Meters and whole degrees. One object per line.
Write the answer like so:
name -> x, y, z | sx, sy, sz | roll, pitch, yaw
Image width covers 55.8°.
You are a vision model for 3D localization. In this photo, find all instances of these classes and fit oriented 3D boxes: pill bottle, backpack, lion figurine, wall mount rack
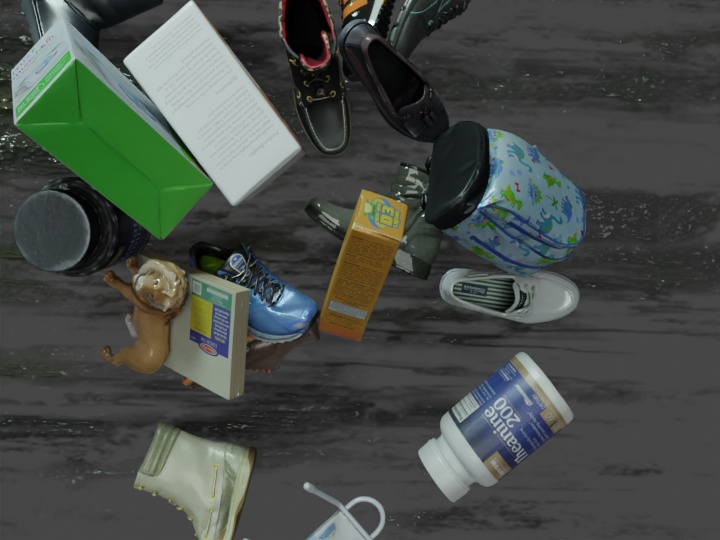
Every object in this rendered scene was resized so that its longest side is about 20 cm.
pill bottle -> -0.328, -0.054, 0.814 | 0.108, 0.200, 0.115 | 0, 98, -1
pill bottle -> 0.177, 0.214, 0.915 | 0.199, 0.111, 0.112 | -40, 97, 3
backpack -> 0.187, -0.080, 0.851 | 0.151, 0.166, 0.200 | -21, 129, 35
lion figurine -> -0.263, 0.064, 0.844 | 0.121, 0.072, 0.204 | 28, 128, 24
wall mount rack -> -0.061, 0.383, 0.946 | 0.199, 0.075, 0.174 | -42, 97, 3

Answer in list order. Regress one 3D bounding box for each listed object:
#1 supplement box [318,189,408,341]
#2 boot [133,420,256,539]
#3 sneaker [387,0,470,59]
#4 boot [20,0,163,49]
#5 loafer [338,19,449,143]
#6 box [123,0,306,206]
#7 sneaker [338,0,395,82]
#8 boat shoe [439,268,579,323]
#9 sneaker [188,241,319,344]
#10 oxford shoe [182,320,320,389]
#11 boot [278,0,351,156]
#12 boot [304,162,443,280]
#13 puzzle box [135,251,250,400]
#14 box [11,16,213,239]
supplement box -> 0.000, 0.000, 0.846 | 0.067, 0.068, 0.202 | 15, 138, -2
boot -> -0.239, 0.321, 0.933 | 0.151, 0.072, 0.205 | 17, 92, -5
sneaker -> 0.099, -0.342, 0.856 | 0.078, 0.075, 0.203 | 28, 96, -8
boot -> -0.319, -0.308, 0.842 | 0.164, 0.076, 0.205 | -19, 92, 4
loafer -> 0.050, -0.220, 0.836 | 0.072, 0.063, 0.199 | -48, 126, 3
box -> -0.166, -0.193, 0.826 | 0.106, 0.152, 0.202 | -37, 98, 2
sneaker -> -0.005, -0.347, 0.862 | 0.088, 0.070, 0.206 | 17, 97, 12
boat shoe -> 0.205, 0.038, 0.914 | 0.194, 0.067, 0.076 | 1, 98, -2
sneaker -> -0.141, 0.022, 0.852 | 0.196, 0.090, 0.079 | 22, 55, 17
oxford shoe -> -0.145, 0.114, 0.910 | 0.197, 0.071, 0.074 | -30, 102, 1
boot -> -0.054, -0.242, 0.824 | 0.071, 0.151, 0.206 | -9, 98, -1
boot -> 0.033, -0.085, 0.901 | 0.196, 0.068, 0.133 | 25, 89, -11
puzzle box -> -0.216, 0.065, 0.856 | 0.197, 0.025, 0.137 | 18, 108, 36
box -> -0.286, -0.160, 0.776 | 0.097, 0.177, 0.200 | -43, 130, 4
